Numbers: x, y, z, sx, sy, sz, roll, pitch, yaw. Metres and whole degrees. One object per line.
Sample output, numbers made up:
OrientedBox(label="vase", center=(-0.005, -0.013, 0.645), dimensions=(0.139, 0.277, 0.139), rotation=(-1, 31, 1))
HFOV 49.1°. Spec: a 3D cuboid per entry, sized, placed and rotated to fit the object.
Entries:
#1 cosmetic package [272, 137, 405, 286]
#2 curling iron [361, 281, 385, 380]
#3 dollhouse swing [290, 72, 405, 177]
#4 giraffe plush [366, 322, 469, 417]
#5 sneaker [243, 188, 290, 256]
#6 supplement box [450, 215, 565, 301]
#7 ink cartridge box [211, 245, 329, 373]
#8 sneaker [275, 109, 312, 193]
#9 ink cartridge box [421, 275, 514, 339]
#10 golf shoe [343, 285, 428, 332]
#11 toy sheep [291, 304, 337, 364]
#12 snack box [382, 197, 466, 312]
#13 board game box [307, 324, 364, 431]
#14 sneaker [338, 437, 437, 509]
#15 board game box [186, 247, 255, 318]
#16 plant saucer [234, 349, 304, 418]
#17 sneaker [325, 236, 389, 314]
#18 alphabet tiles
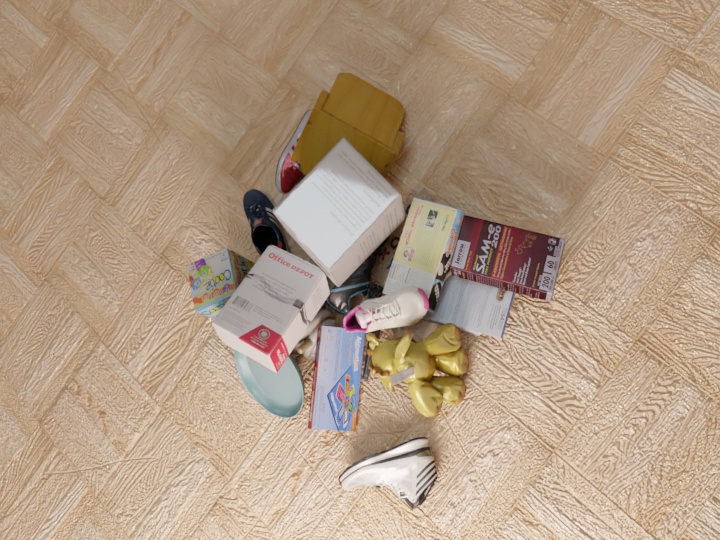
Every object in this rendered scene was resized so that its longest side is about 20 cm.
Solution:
OrientedBox(label="cosmetic package", center=(-0.037, -0.108, 1.530), dimensions=(0.200, 0.165, 0.165), rotation=(-44, 78, -3))
OrientedBox(label="curling iron", center=(0.022, 0.124, 1.623), dimensions=(0.048, 0.025, 0.206), rotation=(-2, 76, 24))
OrientedBox(label="dollhouse swing", center=(-0.019, -0.289, 1.691), dimensions=(0.196, 0.177, 0.184), rotation=(26, 120, -7))
OrientedBox(label="giraffe plush", center=(0.091, 0.183, 1.524), dimensions=(0.161, 0.196, 0.178), rotation=(4, 90, 56))
OrientedBox(label="sneaker", center=(-0.219, -0.105, 1.747), dimensions=(0.074, 0.084, 0.203), rotation=(-33, 67, 11))
OrientedBox(label="supplement box", center=(0.276, -0.024, 1.486), dimensions=(0.195, 0.061, 0.111), rotation=(14, 78, 14))
OrientedBox(label="ink cartridge box", center=(-0.170, 0.072, 1.538), dimensions=(0.143, 0.084, 0.202), rotation=(25, 65, 23))
OrientedBox(label="sneaker", center=(-0.107, -0.253, 1.746), dimensions=(0.111, 0.071, 0.204), rotation=(22, 84, 28))
OrientedBox(label="ink cartridge box", center=(0.217, 0.020, 1.560), dimensions=(0.196, 0.043, 0.201), rotation=(15, 81, 24))
OrientedBox(label="golf shoe", center=(0.047, 0.085, 1.520), dimensions=(0.198, 0.090, 0.077), rotation=(-23, 87, 46))
OrientedBox(label="toy sheep", center=(-0.115, 0.118, 1.625), dimensions=(0.200, 0.138, 0.138), rotation=(45, 95, 11))
OrientedBox(label="snack box", center=(0.124, -0.033, 1.551), dimensions=(0.115, 0.037, 0.205), rotation=(19, 91, 41))
OrientedBox(label="board game box", center=(-0.047, 0.216, 1.580), dimensions=(0.019, 0.101, 0.206), rotation=(-3, 80, 63))
OrientedBox(label="sneaker", center=(0.056, 0.408, 1.509), dimensions=(0.197, 0.076, 0.118), rotation=(-25, 67, 12))
OrientedBox(label="board game box", center=(-0.264, 0.042, 1.665), dimensions=(0.103, 0.200, 0.105), rotation=(-21, 70, 15))
OrientedBox(label="plant saucer", center=(-0.183, 0.209, 1.627), dimensions=(0.197, 0.027, 0.204), rotation=(23, 129, 31))
OrientedBox(label="sneaker", center=(0.000, 0.000, 1.631), dimensions=(0.082, 0.073, 0.201), rotation=(40, 87, 7))
OrientedBox(label="alphabet tiles", center=(0.116, -0.045, 1.602), dimensions=(0.167, 0.007, 0.202), rotation=(-43, 52, 16))
